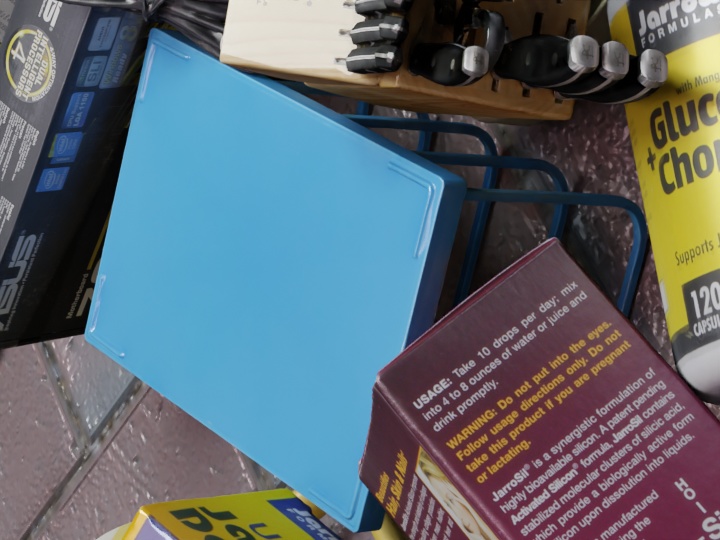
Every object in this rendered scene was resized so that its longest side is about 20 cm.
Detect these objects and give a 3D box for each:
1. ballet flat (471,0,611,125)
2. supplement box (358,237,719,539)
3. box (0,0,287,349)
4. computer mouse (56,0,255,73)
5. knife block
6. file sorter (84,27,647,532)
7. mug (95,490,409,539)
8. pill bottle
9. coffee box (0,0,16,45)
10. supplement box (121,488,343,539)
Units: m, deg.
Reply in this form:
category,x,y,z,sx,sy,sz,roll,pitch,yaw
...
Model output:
category,x,y,z,sx,sy,sz,roll,pitch,yaw
ballet flat,0.093,-0.134,0.985,0.070,0.069,0.201,56,129,35
supplement box,0.094,0.103,0.881,0.200,0.085,0.110,49,164,15
box,-0.101,-0.066,1.143,0.049,0.161,0.201,38,117,30
computer mouse,-0.068,-0.183,0.983,0.139,0.046,0.201,16,122,8
knife block,0.049,-0.088,0.913,0.175,0.200,0.064,11,91,26
file sorter,0.000,0.000,1.050,0.200,0.122,0.140,30,111,46
mug,-0.056,0.183,1.129,0.150,0.186,0.153,76,168,-45
pill bottle,0.146,-0.061,0.882,0.112,0.111,0.201,-25,70,47
coffee box,-0.202,-0.239,1.176,0.197,0.200,0.200,-33,50,15
supplement box,-0.062,0.194,0.946,0.109,0.109,0.201,36,105,24
